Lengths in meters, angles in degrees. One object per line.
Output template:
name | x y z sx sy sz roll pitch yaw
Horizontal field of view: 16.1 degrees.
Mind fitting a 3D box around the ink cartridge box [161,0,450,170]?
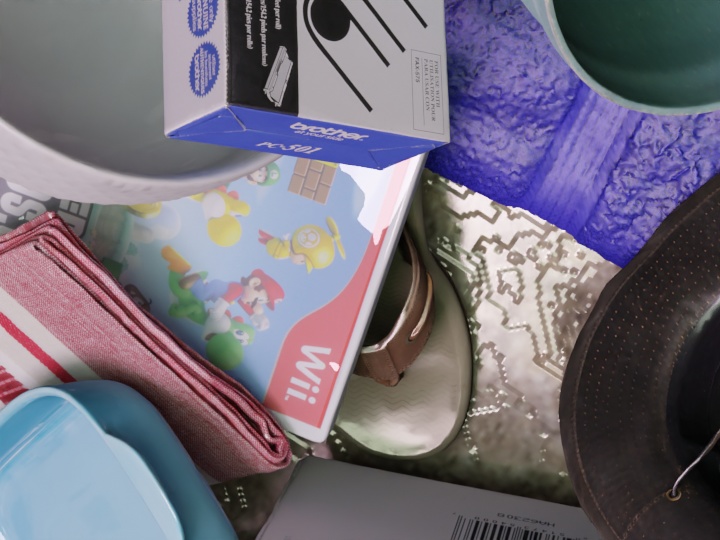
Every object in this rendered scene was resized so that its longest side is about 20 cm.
ink cartridge box | -0.021 -0.141 0.887 0.044 0.094 0.200 -20 68 51

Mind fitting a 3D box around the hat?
hat | 0.177 0.053 0.956 0.201 0.201 0.081 -45 136 17

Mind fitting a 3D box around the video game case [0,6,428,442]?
video game case | -0.084 -0.031 0.993 0.200 0.017 0.143 21 111 5

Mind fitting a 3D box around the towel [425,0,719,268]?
towel | 0.092 -0.085 1.011 0.200 0.050 0.148 27 106 2

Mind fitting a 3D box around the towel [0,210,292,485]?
towel | -0.139 0.048 1.030 0.200 0.023 0.144 -16 128 43

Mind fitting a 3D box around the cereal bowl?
cereal bowl | -0.100 -0.114 0.905 0.083 0.200 0.200 -24 102 54

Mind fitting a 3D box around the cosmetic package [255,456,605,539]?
cosmetic package | 0.048 0.202 1.018 0.199 0.123 0.200 10 106 7

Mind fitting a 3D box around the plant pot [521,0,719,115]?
plant pot | 0.111 -0.175 0.905 0.200 0.200 0.134 -56 49 17

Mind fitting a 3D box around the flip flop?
flip flop | 0.000 0.000 1.025 0.081 0.058 0.200 -2 126 7

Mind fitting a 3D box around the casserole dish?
casserole dish | -0.109 0.110 1.008 0.121 0.039 0.200 57 143 5
